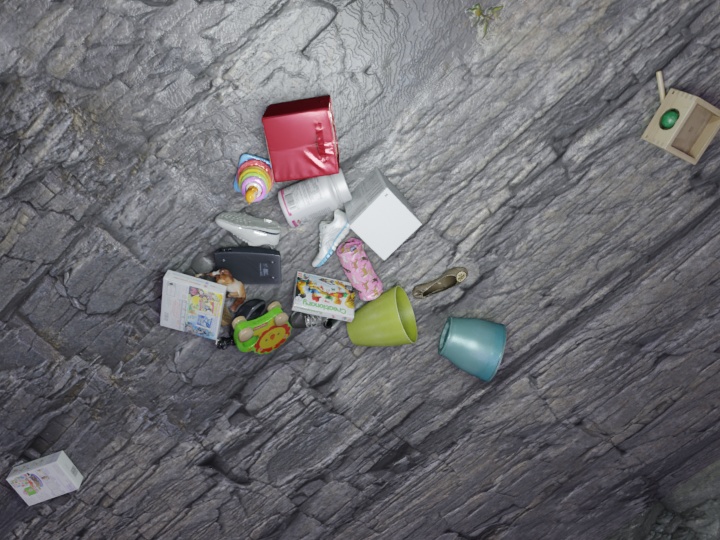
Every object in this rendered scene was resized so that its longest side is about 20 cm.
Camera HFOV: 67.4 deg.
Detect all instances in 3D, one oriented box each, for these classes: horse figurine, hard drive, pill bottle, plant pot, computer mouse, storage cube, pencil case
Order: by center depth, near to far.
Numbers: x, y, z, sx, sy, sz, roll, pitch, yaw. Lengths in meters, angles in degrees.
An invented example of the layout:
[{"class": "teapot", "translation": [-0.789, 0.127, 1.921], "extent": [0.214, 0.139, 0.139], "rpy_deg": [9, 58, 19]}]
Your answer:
[{"class": "storage cube", "translation": [-0.154, -0.355, 1.444], "extent": [0.175, 0.201, 0.174], "rpy_deg": [-7, 118, 3]}, {"class": "pill bottle", "translation": [-0.130, -0.213, 1.561], "extent": [0.196, 0.114, 0.115], "rpy_deg": [-22, 117, 3]}, {"class": "hard drive", "translation": [-0.338, -0.016, 1.647], "extent": [0.195, 0.043, 0.137], "rpy_deg": [2, 135, -5]}, {"class": "horse figurine", "translation": [-0.409, 0.051, 1.648], "extent": [0.130, 0.051, 0.201], "rpy_deg": [-12, 141, 21]}, {"class": "pencil case", "translation": [0.000, 0.000, 1.704], "extent": [0.085, 0.083, 0.203], "rpy_deg": [0, 127, 41]}, {"class": "computer mouse", "translation": [-0.381, 0.159, 1.721], "extent": [0.053, 0.138, 0.201], "rpy_deg": [42, 100, 13]}, {"class": "plant pot", "translation": [0.061, 0.169, 1.756], "extent": [0.196, 0.189, 0.189], "rpy_deg": [-19, 119, 19]}, {"class": "plant pot", "translation": [0.367, 0.249, 1.825], "extent": [0.184, 0.201, 0.204], "rpy_deg": [18, 114, 1]}]

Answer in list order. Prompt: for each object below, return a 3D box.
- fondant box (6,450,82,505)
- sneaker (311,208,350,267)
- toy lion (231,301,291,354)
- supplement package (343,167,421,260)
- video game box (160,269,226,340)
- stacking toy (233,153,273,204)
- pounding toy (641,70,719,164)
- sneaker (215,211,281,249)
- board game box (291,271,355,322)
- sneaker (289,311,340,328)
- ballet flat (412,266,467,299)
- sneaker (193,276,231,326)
[{"class": "fondant box", "translation": [-1.119, 0.739, 1.921], "extent": [0.196, 0.059, 0.147], "rpy_deg": [-19, 117, 1]}, {"class": "sneaker", "translation": [-0.102, -0.102, 1.652], "extent": [0.086, 0.075, 0.202], "rpy_deg": [33, 103, -11]}, {"class": "toy lion", "translation": [-0.309, 0.202, 1.720], "extent": [0.197, 0.069, 0.194], "rpy_deg": [-22, 144, -31]}, {"class": "supplement package", "translation": [0.058, -0.168, 1.560], "extent": [0.150, 0.201, 0.151], "rpy_deg": [-43, 114, 13]}, {"class": "video game box", "translation": [-0.504, 0.107, 1.627], "extent": [0.178, 0.047, 0.203], "rpy_deg": [18, 127, -5]}, {"class": "stacking toy", "translation": [-0.292, -0.232, 1.480], "extent": [0.107, 0.201, 0.118], "rpy_deg": [15, 113, -15]}, {"class": "pounding toy", "translation": [0.936, -0.452, 1.599], "extent": [0.196, 0.143, 0.187], "rpy_deg": [14, 115, -26]}, {"class": "sneaker", "translation": [-0.336, -0.116, 1.606], "extent": [0.195, 0.077, 0.082], "rpy_deg": [14, 123, -13]}, {"class": "board game box", "translation": [-0.114, 0.083, 1.702], "extent": [0.195, 0.129, 0.035], "rpy_deg": [12, 143, -14]}, {"class": "sneaker", "translation": [-0.137, 0.154, 1.739], "extent": [0.196, 0.116, 0.076], "rpy_deg": [-22, 118, 3]}, {"class": "ballet flat", "translation": [0.265, 0.047, 1.782], "extent": [0.196, 0.047, 0.068], "rpy_deg": [-22, 118, 3]}, {"class": "sneaker", "translation": [-0.500, 0.109, 1.700], "extent": [0.089, 0.068, 0.201], "rpy_deg": [-26, 121, 20]}]
